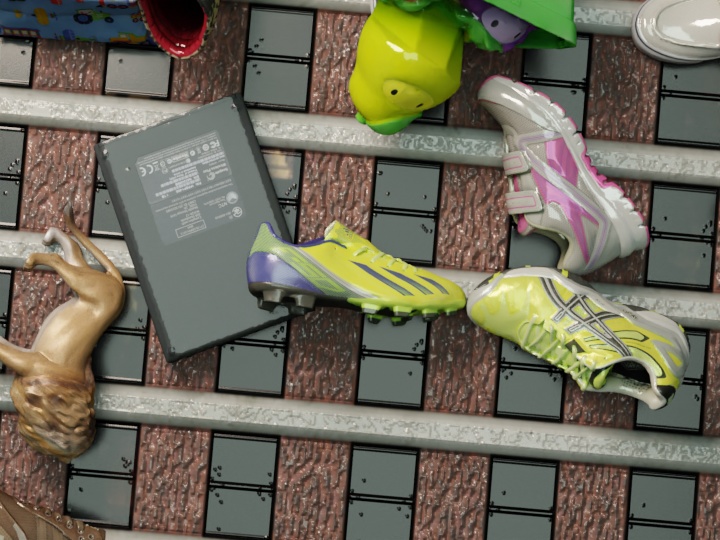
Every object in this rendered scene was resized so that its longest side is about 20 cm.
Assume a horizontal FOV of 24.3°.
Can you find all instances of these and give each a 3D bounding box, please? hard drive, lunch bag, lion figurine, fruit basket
[{"bbox_3d":[-0.136,-0.036,1.459,0.138,0.033,0.202,-19,87,-2],"label":"hard drive"},{"bbox_3d":[-0.243,-0.309,1.456,0.148,0.094,0.203,4,71,1],"label":"lunch bag"},{"bbox_3d":[-0.251,0.054,1.437,0.122,0.072,0.202,28,83,-6],"label":"lion figurine"},{"bbox_3d":[0.063,-0.209,1.389,0.213,0.155,0.219,-4,98,-31],"label":"fruit basket"}]

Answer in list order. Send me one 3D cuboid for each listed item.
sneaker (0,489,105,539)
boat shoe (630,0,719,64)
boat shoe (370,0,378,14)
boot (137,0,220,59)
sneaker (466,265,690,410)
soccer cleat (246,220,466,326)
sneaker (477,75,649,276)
[{"bbox_3d":[-0.261,0.240,1.438,0.200,0.070,0.076,45,69,-1],"label":"sneaker"},{"bbox_3d":[0.337,-0.220,1.452,0.197,0.070,0.072,-1,87,-1],"label":"boat shoe"},{"bbox_3d":[0.058,-0.299,1.461,0.068,0.057,0.202,20,87,0],"label":"boat shoe"},{"bbox_3d":[-0.134,-0.287,1.368,0.072,0.201,0.152,13,54,4],"label":"boot"},{"bbox_3d":[0.186,0.057,1.424,0.198,0.077,0.076,16,131,2],"label":"sneaker"},{"bbox_3d":[0.000,0.000,1.427,0.198,0.065,0.085,7,77,-17],"label":"soccer cleat"},{"bbox_3d":[0.159,-0.078,1.439,0.088,0.081,0.201,-38,87,-4],"label":"sneaker"}]
